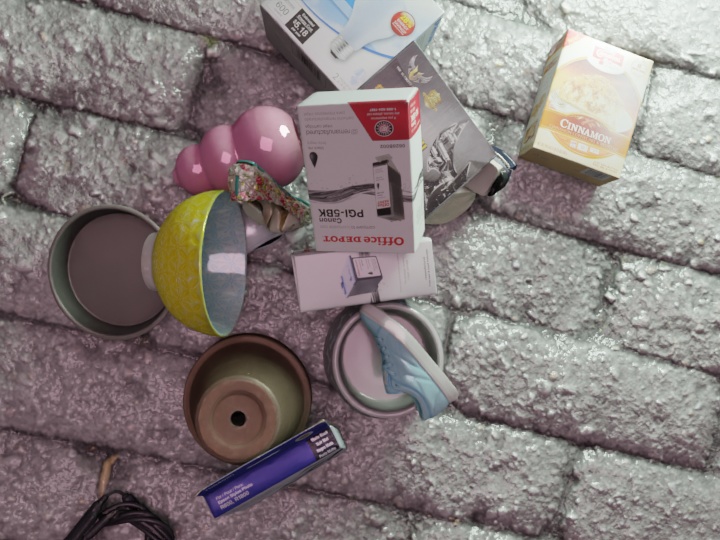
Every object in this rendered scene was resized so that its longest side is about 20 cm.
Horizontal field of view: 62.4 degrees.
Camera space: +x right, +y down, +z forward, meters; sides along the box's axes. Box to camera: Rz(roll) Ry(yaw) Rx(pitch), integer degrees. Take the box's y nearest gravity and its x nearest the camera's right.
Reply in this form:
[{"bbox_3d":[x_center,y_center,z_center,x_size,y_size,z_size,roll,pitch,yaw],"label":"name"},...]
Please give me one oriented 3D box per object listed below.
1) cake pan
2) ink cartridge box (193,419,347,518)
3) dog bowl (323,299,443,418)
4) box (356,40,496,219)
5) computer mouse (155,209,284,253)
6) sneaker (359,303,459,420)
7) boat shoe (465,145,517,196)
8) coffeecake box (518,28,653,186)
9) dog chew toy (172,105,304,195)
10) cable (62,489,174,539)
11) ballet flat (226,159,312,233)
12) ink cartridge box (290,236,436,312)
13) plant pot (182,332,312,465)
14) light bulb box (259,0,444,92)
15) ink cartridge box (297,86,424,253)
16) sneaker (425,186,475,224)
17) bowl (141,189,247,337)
[{"bbox_3d":[-0.365,0.002,0.893,0.197,0.037,0.203,0,97,3],"label":"cake pan"},{"bbox_3d":[-0.116,0.285,0.847,0.198,0.200,0.041,-29,72,-5],"label":"ink cartridge box"},{"bbox_3d":[0.040,0.138,0.937,0.197,0.059,0.203,0,89,-5],"label":"dog bowl"},{"bbox_3d":[0.073,-0.191,0.848,0.158,0.048,0.200,-39,104,2],"label":"box"},{"bbox_3d":[-0.210,-0.050,0.925,0.198,0.044,0.111,-27,90,-6],"label":"computer mouse"},{"bbox_3d":[0.055,0.138,0.873,0.082,0.074,0.200,-42,92,-8],"label":"sneaker"},{"bbox_3d":[0.159,-0.191,0.960,0.200,0.092,0.075,41,124,18],"label":"boat shoe"},{"bbox_3d":[0.366,-0.263,0.974,0.152,0.073,0.202,18,86,-4],"label":"coffeecake box"},{"bbox_3d":[-0.186,-0.169,0.897,0.198,0.125,0.126,-17,90,2],"label":"dog chew toy"},{"bbox_3d":[-0.376,0.446,0.897,0.163,0.051,0.201,38,83,-8],"label":"cable"},{"bbox_3d":[-0.131,-0.092,0.867,0.075,0.200,0.065,2,74,28],"label":"ballet flat"},{"bbox_3d":[0.000,0.000,0.892,0.197,0.146,0.087,-9,96,-5],"label":"ink cartridge box"},{"bbox_3d":[-0.167,0.198,0.858,0.197,0.175,0.203,0,89,-6],"label":"plant pot"},{"bbox_3d":[-0.014,-0.376,0.914,0.200,0.125,0.198,-45,93,-4],"label":"light bulb box"},{"bbox_3d":[0.006,-0.129,0.786,0.145,0.083,0.202,1,117,14],"label":"ink cartridge box"},{"bbox_3d":[0.086,-0.118,0.948,0.198,0.075,0.085,-13,54,-20],"label":"sneaker"},{"bbox_3d":[-0.233,-0.012,0.815,0.106,0.200,0.203,2,88,5],"label":"bowl"}]
